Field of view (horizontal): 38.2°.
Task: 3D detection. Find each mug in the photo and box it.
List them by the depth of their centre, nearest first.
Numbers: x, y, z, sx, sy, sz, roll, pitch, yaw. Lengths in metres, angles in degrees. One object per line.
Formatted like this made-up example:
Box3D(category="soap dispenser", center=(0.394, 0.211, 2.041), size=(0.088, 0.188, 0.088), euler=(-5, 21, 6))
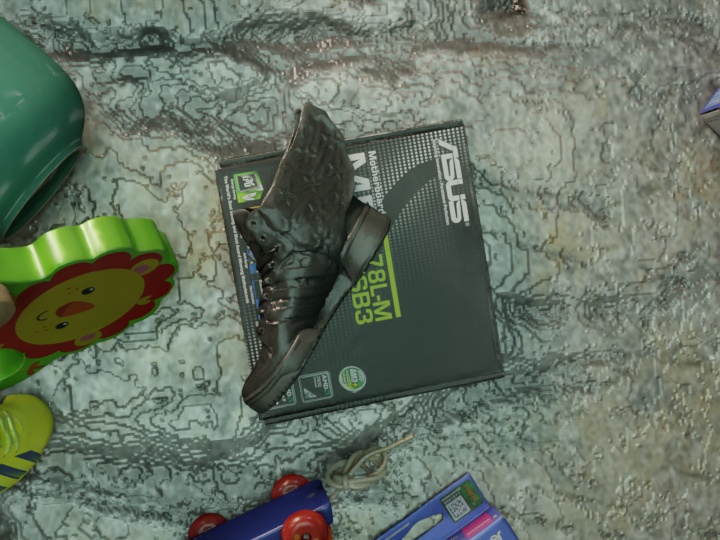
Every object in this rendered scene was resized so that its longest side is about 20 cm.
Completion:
Box3D(category="mug", center=(-0.270, -0.074, 0.703), size=(0.114, 0.152, 0.185), euler=(38, 89, -9))

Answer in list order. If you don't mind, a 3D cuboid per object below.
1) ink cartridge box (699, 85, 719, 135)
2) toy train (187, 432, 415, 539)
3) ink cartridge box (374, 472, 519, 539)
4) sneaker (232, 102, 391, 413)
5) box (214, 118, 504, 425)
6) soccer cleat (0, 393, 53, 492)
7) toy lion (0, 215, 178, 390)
Box3D(category="ink cartridge box", center=(0.353, -0.108, 0.789), size=(0.200, 0.136, 0.076), euler=(40, 85, -7))
Box3D(category="toy train", center=(-0.028, 0.216, 0.782), size=(0.199, 0.085, 0.116), euler=(-24, 105, -6))
Box3D(category="ink cartridge box", center=(0.095, 0.276, 0.817), size=(0.119, 0.042, 0.201), euler=(-33, 94, -6))
Box3D(category="sneaker", center=(-0.054, -0.009, 0.736), size=(0.104, 0.060, 0.201), euler=(34, 84, -8))
Box3D(category="box", center=(0.000, 0.000, 0.792), size=(0.191, 0.048, 0.202), euler=(-9, 94, -4))
Box3D(category="soccer cleat", center=(-0.272, 0.120, 0.691), size=(0.084, 0.200, 0.065), euler=(-45, 77, 28))
Box3D(category="toy lion", center=(-0.229, 0.031, 0.715), size=(0.200, 0.191, 0.069), euler=(-41, 67, 31))
